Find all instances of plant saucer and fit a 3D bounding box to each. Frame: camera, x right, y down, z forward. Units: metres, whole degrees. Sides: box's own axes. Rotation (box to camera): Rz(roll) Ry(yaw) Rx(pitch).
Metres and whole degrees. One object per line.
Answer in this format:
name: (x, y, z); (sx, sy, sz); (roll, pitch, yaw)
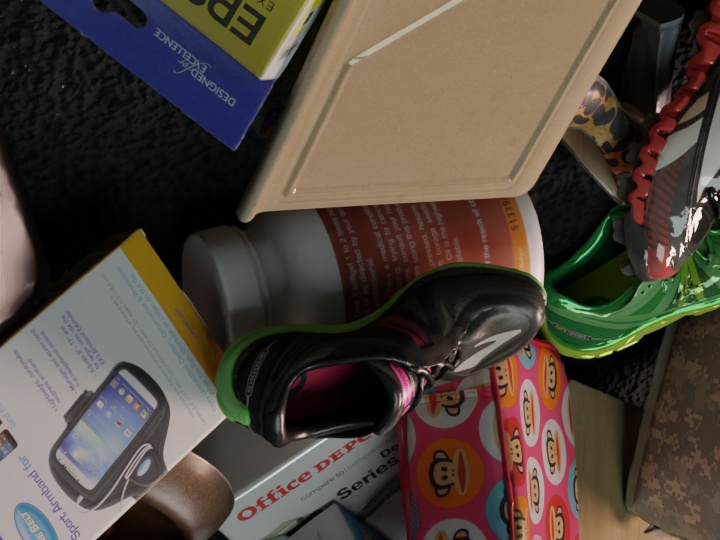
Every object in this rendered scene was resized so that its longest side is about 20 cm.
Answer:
plant saucer: (-0.177, 0.141, 1.390); (0.199, 0.032, 0.200); (6, 152, 3)

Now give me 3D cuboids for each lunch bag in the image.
lunch bag: (0.092, 0.140, 1.468); (0.082, 0.201, 0.176); (-5, 172, 25)
lunch bag: (0.281, 0.109, 1.564); (0.117, 0.164, 0.201); (21, 91, -43)

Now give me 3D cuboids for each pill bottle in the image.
pill bottle: (0.000, 0.000, 1.371); (0.199, 0.112, 0.112); (-12, 137, -22)

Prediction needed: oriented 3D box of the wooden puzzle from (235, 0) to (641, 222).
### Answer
wooden puzzle: (0.044, -0.102, 1.159); (0.199, 0.037, 0.185); (-9, 145, -32)

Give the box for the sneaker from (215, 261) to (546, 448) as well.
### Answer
sneaker: (0.020, 0.056, 1.290); (0.199, 0.084, 0.077); (-20, 125, -16)

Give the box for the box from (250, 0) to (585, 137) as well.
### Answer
box: (0.033, -0.187, 1.192); (0.199, 0.122, 0.193); (-8, 136, -25)

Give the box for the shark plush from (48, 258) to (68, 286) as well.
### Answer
shark plush: (-0.185, 0.060, 1.384); (0.083, 0.091, 0.200); (-15, 162, 15)

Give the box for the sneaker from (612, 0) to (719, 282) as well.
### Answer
sneaker: (0.223, -0.079, 1.380); (0.201, 0.098, 0.071); (-63, 154, -10)

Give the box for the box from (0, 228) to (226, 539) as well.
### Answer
box: (-0.164, 0.082, 1.264); (0.200, 0.041, 0.119); (-42, 107, -30)

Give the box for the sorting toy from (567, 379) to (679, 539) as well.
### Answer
sorting toy: (0.169, 0.199, 1.636); (0.069, 0.201, 0.198); (-8, 160, 38)

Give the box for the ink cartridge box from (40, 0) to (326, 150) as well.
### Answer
ink cartridge box: (-0.094, -0.185, 1.071); (0.200, 0.197, 0.047); (-56, 172, 25)

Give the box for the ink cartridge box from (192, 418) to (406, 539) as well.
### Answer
ink cartridge box: (-0.016, 0.137, 1.523); (0.145, 0.084, 0.200); (-35, 141, 5)

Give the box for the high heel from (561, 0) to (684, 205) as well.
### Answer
high heel: (0.112, -0.075, 1.391); (0.199, 0.071, 0.143); (-19, 134, -27)

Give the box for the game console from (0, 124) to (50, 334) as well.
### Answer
game console: (-0.279, -0.035, 1.192); (0.176, 0.116, 0.201); (-41, 130, -36)

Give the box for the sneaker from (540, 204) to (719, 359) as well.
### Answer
sneaker: (0.206, -0.010, 1.519); (0.199, 0.074, 0.084); (-30, 144, 0)

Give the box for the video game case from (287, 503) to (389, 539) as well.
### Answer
video game case: (0.052, 0.260, 1.487); (0.045, 0.182, 0.200); (-39, 141, 9)
